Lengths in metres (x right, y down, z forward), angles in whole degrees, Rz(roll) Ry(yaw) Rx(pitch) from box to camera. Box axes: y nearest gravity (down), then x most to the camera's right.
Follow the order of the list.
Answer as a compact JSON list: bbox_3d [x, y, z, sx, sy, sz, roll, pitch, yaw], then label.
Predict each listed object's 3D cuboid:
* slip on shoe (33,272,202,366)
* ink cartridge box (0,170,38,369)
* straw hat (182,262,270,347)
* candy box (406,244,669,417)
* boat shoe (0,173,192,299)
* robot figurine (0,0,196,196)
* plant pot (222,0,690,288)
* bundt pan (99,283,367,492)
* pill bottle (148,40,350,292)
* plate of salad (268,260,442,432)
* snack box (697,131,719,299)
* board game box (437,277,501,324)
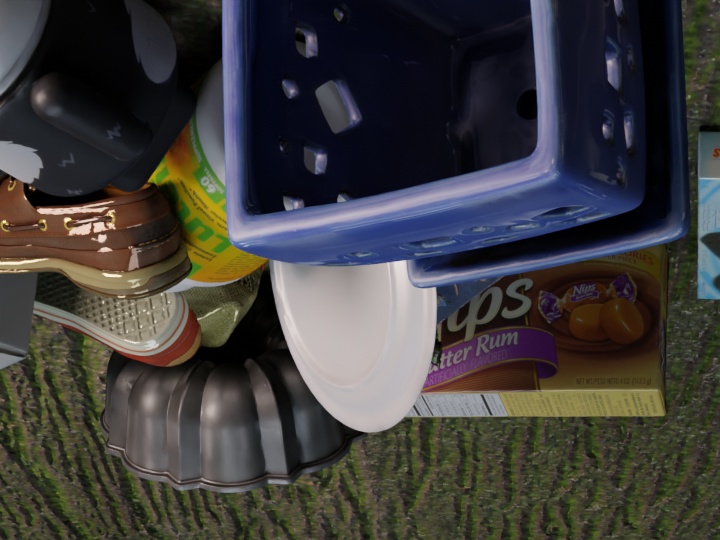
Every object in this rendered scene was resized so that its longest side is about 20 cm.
[{"bbox_3d":[-0.183,0.011,1.592,0.200,0.074,0.061,27,167,35],"label":"slip on shoe"},{"bbox_3d":[-0.297,0.006,1.589,0.083,0.146,0.200,21,153,-34],"label":"ink cartridge box"},{"bbox_3d":[-0.113,0.007,1.641,0.200,0.085,0.201,4,158,2],"label":"straw hat"},{"bbox_3d":[0.111,0.039,1.642,0.199,0.117,0.056,0,158,12],"label":"candy box"},{"bbox_3d":[-0.187,-0.037,1.429,0.200,0.072,0.068,11,122,34],"label":"boat shoe"},{"bbox_3d":[-0.182,-0.114,1.300,0.150,0.125,0.200,-11,153,34],"label":"robot figurine"},{"bbox_3d":[0.059,-0.100,1.218,0.199,0.201,0.180,-13,160,34],"label":"plant pot"},{"bbox_3d":[-0.090,0.073,1.699,0.201,0.202,0.076,1,120,7],"label":"bundt pan"},{"bbox_3d":[-0.084,-0.055,1.449,0.111,0.111,0.200,14,156,-24],"label":"pill bottle"},{"bbox_3d":[0.000,0.000,1.479,0.048,0.201,0.200,-9,167,-31],"label":"plate of salad"},{"bbox_3d":[0.276,-0.033,1.541,0.116,0.037,0.200,0,158,8],"label":"snack box"},{"bbox_3d":[0.084,-0.014,1.513,0.035,0.135,0.200,52,149,1],"label":"board game box"}]
